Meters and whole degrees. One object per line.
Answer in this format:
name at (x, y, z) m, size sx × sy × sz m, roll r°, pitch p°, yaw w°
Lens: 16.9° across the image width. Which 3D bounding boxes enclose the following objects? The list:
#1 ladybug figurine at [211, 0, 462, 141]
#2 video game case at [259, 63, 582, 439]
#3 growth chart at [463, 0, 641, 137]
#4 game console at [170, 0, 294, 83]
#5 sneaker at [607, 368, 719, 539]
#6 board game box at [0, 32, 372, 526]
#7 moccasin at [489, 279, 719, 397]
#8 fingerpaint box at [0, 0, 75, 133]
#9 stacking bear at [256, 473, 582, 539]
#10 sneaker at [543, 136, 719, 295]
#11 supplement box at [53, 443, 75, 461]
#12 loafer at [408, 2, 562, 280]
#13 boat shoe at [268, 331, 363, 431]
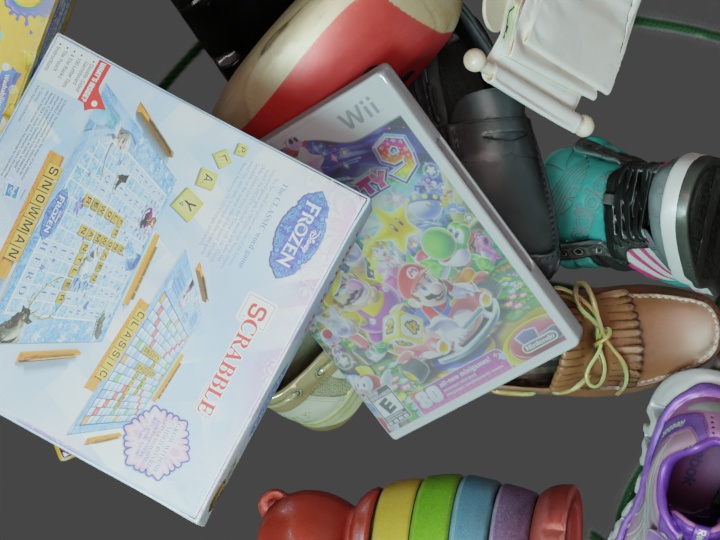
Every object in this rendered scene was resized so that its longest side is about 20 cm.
ladybug figurine at (-0.010, -0.125, 1.435) m, size 0.072 × 0.136 × 0.200 m, roll 47°, pitch 111°, yaw 7°
video game case at (0.017, -0.007, 1.413) m, size 0.143 × 0.018 × 0.200 m, roll -29°, pitch 107°, yaw 29°
growth chart at (0.132, -0.183, 1.456) m, size 0.018 × 0.145 × 0.201 m, roll 9°, pitch 70°, yaw 43°
game console at (-0.035, -0.224, 1.526) m, size 0.199 × 0.117 × 0.176 m, roll -35°, pitch 120°, yaw 1°
sneaker at (0.198, 0.165, 1.481) m, size 0.080 × 0.089 × 0.202 m, roll 8°, pitch 107°, yaw -5°
board game box at (-0.126, 0.005, 1.319) m, size 0.199 × 0.041 × 0.201 m, roll 28°, pitch 84°, yaw 6°
moccasin at (0.125, 0.042, 1.497) m, size 0.200 × 0.078 × 0.074 m, roll 2°, pitch 91°, yaw 0°
fingerpaint box at (-0.278, -0.140, 1.501) m, size 0.166 × 0.073 × 0.201 m, roll 20°, pitch 91°, yaw 1°
stacking bear at (0.032, 0.178, 1.486) m, size 0.198 × 0.114 × 0.122 m, roll 4°, pitch 110°, yaw 11°
sneaker at (0.160, -0.040, 1.447) m, size 0.120 × 0.200 × 0.084 m, roll 15°, pitch 83°, yaw 15°
supplement box at (-0.132, 0.051, 1.438) m, size 0.110 × 0.200 × 0.086 m, roll -21°, pitch 88°, yaw 0°
loafer at (0.072, -0.081, 1.456) m, size 0.068 × 0.071 × 0.201 m, roll -4°, pitch 54°, yaw -26°
boat shoe at (-0.002, 0.000, 1.491) m, size 0.073 × 0.063 × 0.202 m, roll 27°, pitch 88°, yaw 34°
